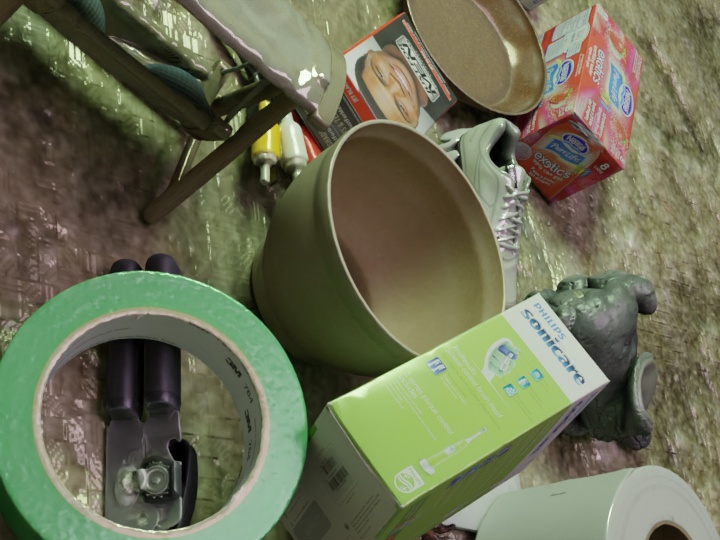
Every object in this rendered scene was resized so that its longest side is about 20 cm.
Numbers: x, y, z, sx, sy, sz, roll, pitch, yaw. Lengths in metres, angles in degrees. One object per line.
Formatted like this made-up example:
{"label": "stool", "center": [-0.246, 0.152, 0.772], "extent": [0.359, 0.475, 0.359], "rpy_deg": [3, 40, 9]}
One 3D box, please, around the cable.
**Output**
{"label": "cable", "center": [-0.069, -0.153, 1.116], "extent": [0.097, 0.050, 0.200], "rpy_deg": [6, 67, -48]}

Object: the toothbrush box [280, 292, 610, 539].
{"label": "toothbrush box", "center": [0.052, 0.118, 0.922], "extent": [0.200, 0.146, 0.086], "rpy_deg": [-24, 68, -33]}

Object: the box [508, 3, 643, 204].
{"label": "box", "center": [0.233, -0.183, 1.444], "extent": [0.095, 0.100, 0.200], "rpy_deg": [43, 42, -24]}

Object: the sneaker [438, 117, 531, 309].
{"label": "sneaker", "center": [0.125, -0.054, 1.266], "extent": [0.075, 0.081, 0.200], "rpy_deg": [16, 60, -46]}

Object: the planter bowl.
{"label": "planter bowl", "center": [0.000, 0.000, 1.046], "extent": [0.200, 0.135, 0.200], "rpy_deg": [27, 51, -38]}

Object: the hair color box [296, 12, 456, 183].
{"label": "hair color box", "center": [0.015, -0.154, 1.178], "extent": [0.102, 0.061, 0.200], "rpy_deg": [57, 27, -10]}

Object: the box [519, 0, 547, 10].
{"label": "box", "center": [0.137, -0.400, 1.505], "extent": [0.200, 0.036, 0.145], "rpy_deg": [25, 53, -41]}

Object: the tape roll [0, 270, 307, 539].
{"label": "tape roll", "center": [-0.134, 0.100, 0.840], "extent": [0.200, 0.048, 0.201], "rpy_deg": [8, 64, -17]}

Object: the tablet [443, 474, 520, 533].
{"label": "tablet", "center": [0.097, 0.135, 1.183], "extent": [0.130, 0.014, 0.200], "rpy_deg": [21, 55, -41]}

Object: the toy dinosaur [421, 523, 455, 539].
{"label": "toy dinosaur", "center": [0.008, 0.154, 1.021], "extent": [0.200, 0.086, 0.136], "rpy_deg": [-12, 69, -36]}

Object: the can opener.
{"label": "can opener", "center": [-0.143, 0.090, 0.914], "extent": [0.067, 0.053, 0.200], "rpy_deg": [63, 21, -62]}

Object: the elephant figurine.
{"label": "elephant figurine", "center": [0.236, 0.109, 1.278], "extent": [0.155, 0.141, 0.200], "rpy_deg": [-17, 100, -23]}

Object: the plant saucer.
{"label": "plant saucer", "center": [0.111, -0.242, 1.376], "extent": [0.200, 0.037, 0.201], "rpy_deg": [22, 53, -33]}

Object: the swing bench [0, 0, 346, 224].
{"label": "swing bench", "center": [-0.140, -0.164, 0.921], "extent": [0.199, 0.200, 0.130], "rpy_deg": [40, 44, -28]}

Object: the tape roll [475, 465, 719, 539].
{"label": "tape roll", "center": [0.207, 0.275, 1.121], "extent": [0.203, 0.139, 0.203], "rpy_deg": [22, 59, -43]}
